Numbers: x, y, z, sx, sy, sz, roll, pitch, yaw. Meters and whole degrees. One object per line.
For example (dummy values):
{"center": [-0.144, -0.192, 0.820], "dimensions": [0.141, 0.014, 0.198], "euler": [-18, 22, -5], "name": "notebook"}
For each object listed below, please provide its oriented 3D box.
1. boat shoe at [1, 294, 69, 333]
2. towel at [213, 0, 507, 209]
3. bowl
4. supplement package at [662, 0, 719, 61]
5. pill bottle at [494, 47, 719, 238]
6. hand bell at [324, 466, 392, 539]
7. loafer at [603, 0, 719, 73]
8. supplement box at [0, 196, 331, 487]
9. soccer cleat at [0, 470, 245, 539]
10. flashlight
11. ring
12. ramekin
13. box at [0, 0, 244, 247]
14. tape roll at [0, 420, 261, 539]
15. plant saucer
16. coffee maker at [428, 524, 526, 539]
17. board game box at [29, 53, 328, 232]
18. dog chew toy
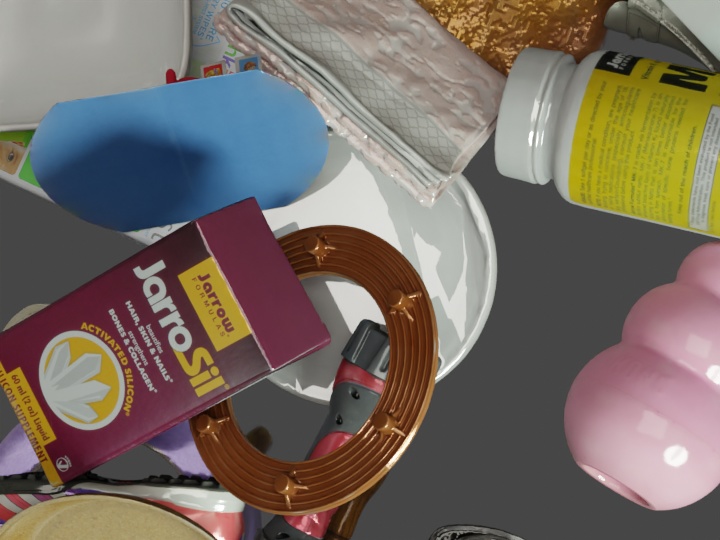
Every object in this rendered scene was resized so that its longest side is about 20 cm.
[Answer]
{"center": [-0.187, 0.041, 1.379], "dimensions": [0.200, 0.059, 0.072], "euler": [-24, 89, 41], "name": "boat shoe"}
{"center": [0.009, -0.151, 1.334], "dimensions": [0.200, 0.191, 0.032], "euler": [40, 123, -2], "name": "towel"}
{"center": [-0.211, -0.193, 1.327], "dimensions": [0.199, 0.075, 0.201], "euler": [-6, 83, 7], "name": "bowl"}
{"center": [0.266, -0.278, 1.310], "dimensions": [0.200, 0.152, 0.151], "euler": [48, 51, 7], "name": "supplement package"}
{"center": [0.203, -0.092, 1.341], "dimensions": [0.199, 0.114, 0.115], "euler": [14, 88, 18], "name": "pill bottle"}
{"center": [-0.015, 0.186, 1.363], "dimensions": [0.104, 0.104, 0.201], "euler": [24, 87, 7], "name": "hand bell"}
{"center": [0.208, -0.197, 1.384], "dimensions": [0.070, 0.070, 0.200], "euler": [-44, 78, 9], "name": "loafer"}
{"center": [-0.136, 0.048, 1.251], "dimensions": [0.200, 0.086, 0.111], "euler": [-29, 88, 28], "name": "supplement box"}
{"center": [-0.179, 0.177, 1.313], "dimensions": [0.199, 0.068, 0.074], "euler": [2, 88, 3], "name": "soccer cleat"}
{"center": [-0.016, 0.134, 1.287], "dimensions": [0.068, 0.068, 0.201], "euler": [27, 89, 32], "name": "flashlight"}
{"center": [-0.038, 0.063, 1.272], "dimensions": [0.200, 0.019, 0.201], "euler": [-12, 66, 30], "name": "ring"}
{"center": [0.000, 0.000, 1.375], "dimensions": [0.201, 0.094, 0.203], "euler": [0, 86, 6], "name": "ramekin"}
{"center": [-0.161, -0.128, 1.400], "dimensions": [0.176, 0.097, 0.201], "euler": [25, 88, 9], "name": "box"}
{"center": [-0.176, 0.186, 1.386], "dimensions": [0.199, 0.085, 0.201], "euler": [0, 86, 6], "name": "tape roll"}
{"center": [-0.158, 0.220, 1.283], "dimensions": [0.199, 0.035, 0.201], "euler": [5, 123, 8], "name": "plant saucer"}
{"center": [0.078, 0.275, 1.295], "dimensions": [0.134, 0.200, 0.193], "euler": [-7, 85, 6], "name": "coffee maker"}
{"center": [-0.122, -0.092, 1.281], "dimensions": [0.199, 0.158, 0.039], "euler": [-9, 59, 3], "name": "board game box"}
{"center": [0.230, 0.066, 1.338], "dimensions": [0.124, 0.125, 0.200], "euler": [31, 82, 7], "name": "dog chew toy"}
